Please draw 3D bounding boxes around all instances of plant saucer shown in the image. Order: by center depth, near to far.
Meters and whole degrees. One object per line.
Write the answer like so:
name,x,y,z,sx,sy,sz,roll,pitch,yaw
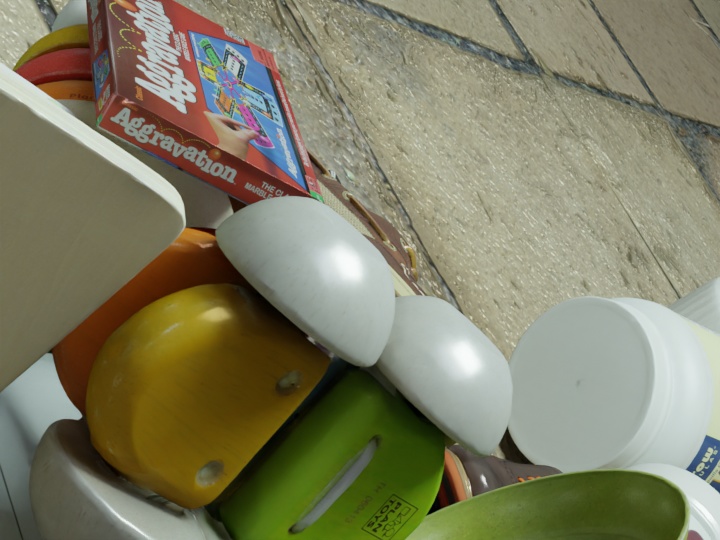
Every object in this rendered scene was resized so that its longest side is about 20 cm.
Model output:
plant saucer,0.054,0.147,0.829,0.031,0.199,0.200,67,22,-11

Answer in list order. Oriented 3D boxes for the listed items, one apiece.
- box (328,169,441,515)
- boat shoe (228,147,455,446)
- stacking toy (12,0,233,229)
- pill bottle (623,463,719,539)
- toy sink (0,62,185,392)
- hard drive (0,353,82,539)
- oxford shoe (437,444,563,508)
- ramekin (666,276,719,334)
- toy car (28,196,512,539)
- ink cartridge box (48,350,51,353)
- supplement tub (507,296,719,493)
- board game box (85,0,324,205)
box,0.003,0.060,1.038,0.200,0.036,0.143,63,21,-51
boat shoe,0.000,0.000,0.920,0.072,0.072,0.200,-21,55,-43
stacking toy,-0.130,-0.072,0.930,0.146,0.146,0.200,38,32,-28
pill bottle,0.121,0.178,0.973,0.114,0.114,0.200,54,34,6
toy sink,-0.182,-0.029,0.756,0.130,0.200,0.112,33,30,-33
hard drive,-0.107,0.099,0.881,0.200,0.027,0.132,12,43,-43
oxford shoe,0.085,0.128,1.068,0.200,0.072,0.071,48,25,-73
ramekin,0.324,0.101,1.601,0.200,0.098,0.201,40,26,-24
toy car,-0.050,0.053,0.814,0.200,0.175,0.150,37,7,-42
ink cartridge box,-0.127,-0.022,0.997,0.148,0.076,0.200,58,23,14
supplement tub,0.206,0.102,1.330,0.200,0.145,0.145,22,37,-47
board game box,-0.077,-0.085,0.873,0.103,0.019,0.200,26,18,-20
